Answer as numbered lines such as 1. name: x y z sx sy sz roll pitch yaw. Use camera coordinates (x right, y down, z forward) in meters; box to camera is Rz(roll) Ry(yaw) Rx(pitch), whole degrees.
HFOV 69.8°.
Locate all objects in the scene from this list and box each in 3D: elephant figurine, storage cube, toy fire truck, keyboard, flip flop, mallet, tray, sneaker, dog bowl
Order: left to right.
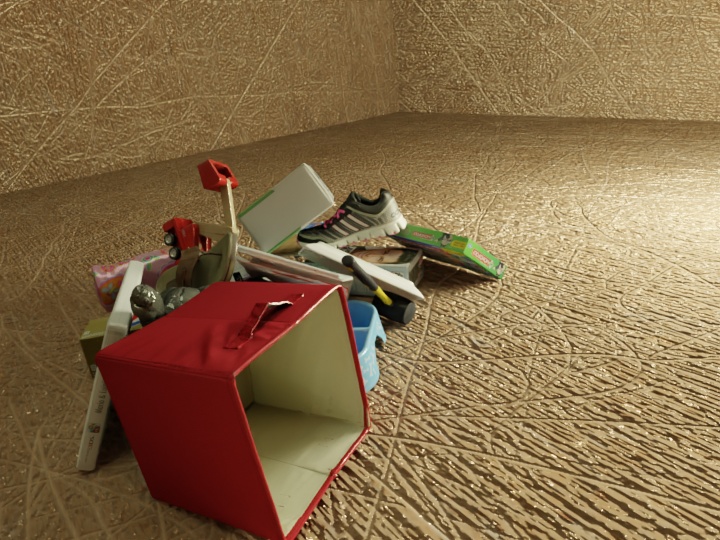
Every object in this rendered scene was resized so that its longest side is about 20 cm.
1. flip flop: -0.244 0.000 0.740 0.199 0.082 0.057 -18 -31 35
2. elephant figurine: -0.210 0.073 0.644 0.141 0.202 0.155 -23 27 -33
3. toy fire truck: -0.243 -0.057 0.828 0.140 0.201 0.049 -25 -10 20
4. storage cube: -0.116 0.122 0.519 0.179 0.201 0.171 0 23 30
5. keyboard: -0.110 -0.013 0.758 0.199 0.011 0.056 16 1 15
6. dog bowl: -0.026 0.102 0.722 0.110 0.050 0.200 -2 24 10
7. sneaker: -0.023 -0.094 0.915 0.198 0.088 0.074 -13 20 8
8. tray: 0.000 0.000 0.813 0.199 0.022 0.107 24 -8 -10
9. mallet: 0.030 0.030 0.742 0.065 0.200 0.041 22 77 24

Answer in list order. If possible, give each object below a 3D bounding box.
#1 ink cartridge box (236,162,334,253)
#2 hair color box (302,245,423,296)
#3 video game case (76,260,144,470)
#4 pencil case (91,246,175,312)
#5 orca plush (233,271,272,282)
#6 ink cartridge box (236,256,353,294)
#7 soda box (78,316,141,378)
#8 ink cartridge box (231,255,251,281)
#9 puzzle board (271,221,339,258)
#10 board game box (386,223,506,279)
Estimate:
1. ink cartridge box: -0.126 -0.115 0.929 0.145 0.088 0.200 -37 8 5
2. hair color box: 0.006 -0.001 0.941 0.198 0.061 0.099 3 24 21
3. video game case: -0.304 0.104 0.636 0.024 0.183 0.200 13 16 -22
4. pencil case: -0.351 0.006 0.892 0.199 0.088 0.087 -18 25 -21
5. orca plush: -0.161 0.027 0.786 0.105 0.071 0.200 -31 -1 -1
6. ink cartridge box: -0.092 0.004 0.794 0.160 0.050 0.200 14 -13 0
7. soda box: -0.305 0.099 0.781 0.198 0.068 0.064 -11 22 -9
8. ink cartridge box: -0.310 0.023 0.997 0.196 0.044 0.199 -25 32 -35
9. puzzle board: -0.084 -0.063 1.025 0.150 0.018 0.200 -2 20 24
10. board game box: 0.148 -0.041 0.939 0.134 0.029 0.199 25 -4 -43
